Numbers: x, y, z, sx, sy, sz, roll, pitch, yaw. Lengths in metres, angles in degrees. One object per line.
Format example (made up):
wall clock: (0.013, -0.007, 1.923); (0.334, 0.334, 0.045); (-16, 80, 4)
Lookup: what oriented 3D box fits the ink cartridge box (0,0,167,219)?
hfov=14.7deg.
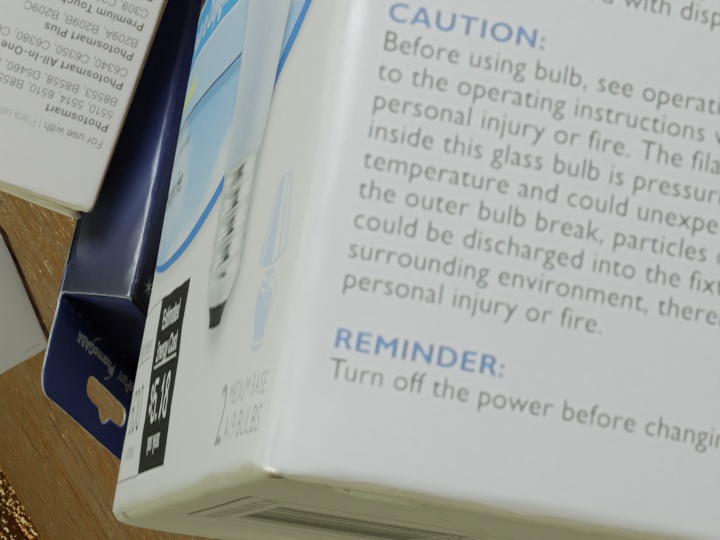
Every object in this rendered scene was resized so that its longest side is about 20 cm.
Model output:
ink cartridge box: (-0.116, -0.133, 0.964); (0.084, 0.200, 0.146); (19, -178, -25)

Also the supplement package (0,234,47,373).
supplement package: (-0.344, -0.001, 2.146); (0.200, 0.117, 0.117); (43, 158, 51)

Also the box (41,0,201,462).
box: (-0.064, -0.032, 1.008); (0.121, 0.032, 0.200); (54, -136, -65)

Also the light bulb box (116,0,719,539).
light bulb box: (0.040, -0.044, 0.527); (0.198, 0.125, 0.200); (148, 132, -76)
